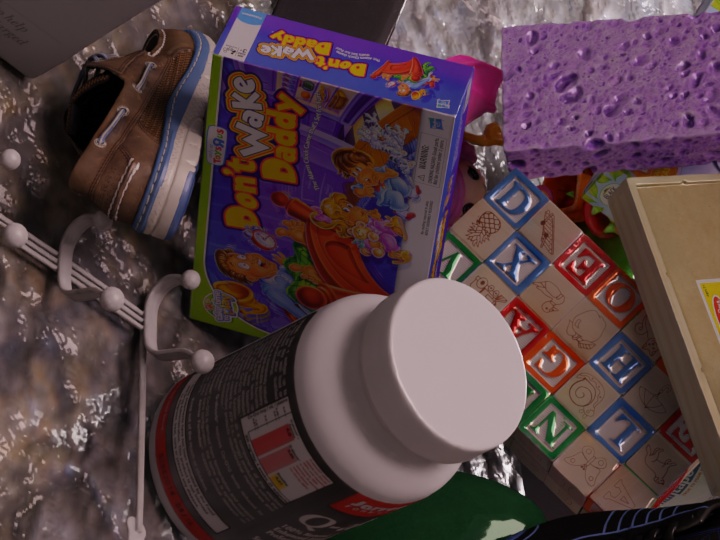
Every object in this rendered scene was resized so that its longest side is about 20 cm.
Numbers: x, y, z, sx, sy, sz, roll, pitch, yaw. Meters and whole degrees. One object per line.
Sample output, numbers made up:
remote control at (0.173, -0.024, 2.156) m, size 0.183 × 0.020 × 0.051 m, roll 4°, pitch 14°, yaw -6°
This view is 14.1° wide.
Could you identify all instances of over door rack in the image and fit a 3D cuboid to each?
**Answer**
over door rack at (-0.153, 0.046, 1.528) m, size 0.148 × 0.067 × 0.200 m, roll 36°, pitch 45°, yaw -31°

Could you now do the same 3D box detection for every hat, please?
hat at (0.087, 0.150, 1.659) m, size 0.200 × 0.176 × 0.166 m, roll 5°, pitch 67°, yaw -49°

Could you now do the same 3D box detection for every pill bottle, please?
pill bottle at (-0.013, 0.080, 1.555) m, size 0.116 × 0.200 × 0.116 m, roll 19°, pitch 59°, yaw -35°

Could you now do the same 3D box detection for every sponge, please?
sponge at (0.186, -0.110, 1.767) m, size 0.030 × 0.200 × 0.112 m, roll 77°, pitch 12°, yaw -46°

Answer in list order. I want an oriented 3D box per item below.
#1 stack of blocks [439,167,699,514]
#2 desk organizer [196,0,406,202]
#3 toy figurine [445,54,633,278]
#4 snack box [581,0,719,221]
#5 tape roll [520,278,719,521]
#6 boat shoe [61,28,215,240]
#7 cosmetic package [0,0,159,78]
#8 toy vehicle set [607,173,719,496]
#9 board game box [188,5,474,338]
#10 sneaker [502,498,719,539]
stack of blocks at (0.121, 0.052, 1.725) m, size 0.115 × 0.059 × 0.200 m, roll -43°, pitch 80°, yaw -13°
desk organizer at (-0.034, -0.104, 1.748) m, size 0.072 × 0.077 × 0.200 m, roll 22°, pitch 63°, yaw 1°
toy figurine at (0.089, -0.057, 1.861) m, size 0.184 × 0.150 × 0.200 m, roll 15°, pitch 82°, yaw -30°
snack box at (0.245, -0.084, 1.831) m, size 0.142 × 0.053 × 0.200 m, roll 35°, pitch 56°, yaw -2°
tape roll at (0.195, 0.104, 1.838) m, size 0.200 × 0.066 × 0.200 m, roll -7°, pitch 101°, yaw -39°
boat shoe at (-0.125, -0.091, 1.617) m, size 0.072 × 0.072 × 0.200 m, roll 20°, pitch 24°, yaw -11°
cosmetic package at (-0.172, -0.251, 1.598) m, size 0.165 × 0.165 × 0.200 m, roll 36°, pitch 44°, yaw -31°
toy vehicle set at (0.232, 0.033, 1.704) m, size 0.124 × 0.027 × 0.200 m, roll -3°, pitch 60°, yaw -26°
board game box at (-0.019, -0.040, 1.597) m, size 0.134 × 0.200 × 0.045 m, roll 15°, pitch 44°, yaw 7°
sneaker at (0.162, 0.160, 1.618) m, size 0.200 × 0.078 × 0.070 m, roll -8°, pitch 77°, yaw -12°
